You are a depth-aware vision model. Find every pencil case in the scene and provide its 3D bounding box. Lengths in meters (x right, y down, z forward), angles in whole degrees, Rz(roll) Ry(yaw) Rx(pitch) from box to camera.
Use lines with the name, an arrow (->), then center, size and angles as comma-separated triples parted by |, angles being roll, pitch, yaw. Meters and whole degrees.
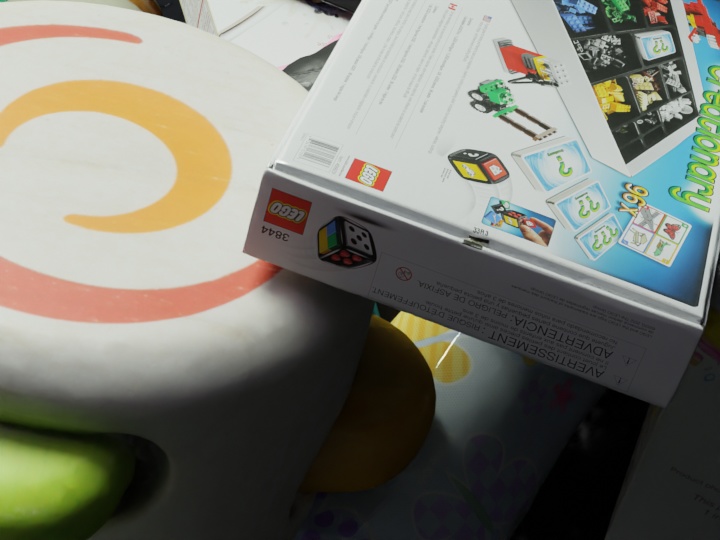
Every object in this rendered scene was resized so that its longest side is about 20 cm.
pencil case -> 0.038, 0.054, 0.702 | 0.083, 0.091, 0.200 | 16, 60, 44

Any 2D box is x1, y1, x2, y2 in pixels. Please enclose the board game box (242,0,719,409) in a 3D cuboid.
board game box -> 0.053, -0.047, 0.603 | 0.126, 0.035, 0.200 | 21, 35, 3

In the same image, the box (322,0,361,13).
box -> 0.056, -0.175, 0.901 | 0.158, 0.050, 0.200 | 22, 41, 3

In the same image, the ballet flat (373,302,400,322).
ballet flat -> 0.000, 0.000, 0.784 | 0.200, 0.069, 0.063 | -23, 20, -16

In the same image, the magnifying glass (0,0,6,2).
magnifying glass -> -0.167, -0.051, 0.860 | 0.022, 0.200, 0.080 | -12, 60, -22

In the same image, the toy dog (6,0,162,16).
toy dog -> -0.127, -0.062, 0.923 | 0.140, 0.194, 0.200 | -41, 39, 4

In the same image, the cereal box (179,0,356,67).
cereal box -> -0.013, -0.135, 0.903 | 0.144, 0.040, 0.200 | -1, 43, -19

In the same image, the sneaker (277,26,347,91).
sneaker -> 0.003, -0.065, 0.771 | 0.200, 0.079, 0.095 | -28, 17, -7

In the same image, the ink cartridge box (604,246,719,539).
ink cartridge box -> 0.154, -0.005, 0.609 | 0.086, 0.200, 0.148 | 20, 47, 9

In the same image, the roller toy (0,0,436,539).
roller toy -> -0.090, 0.016, 0.615 | 0.200, 0.140, 0.182 | -22, 53, -35
